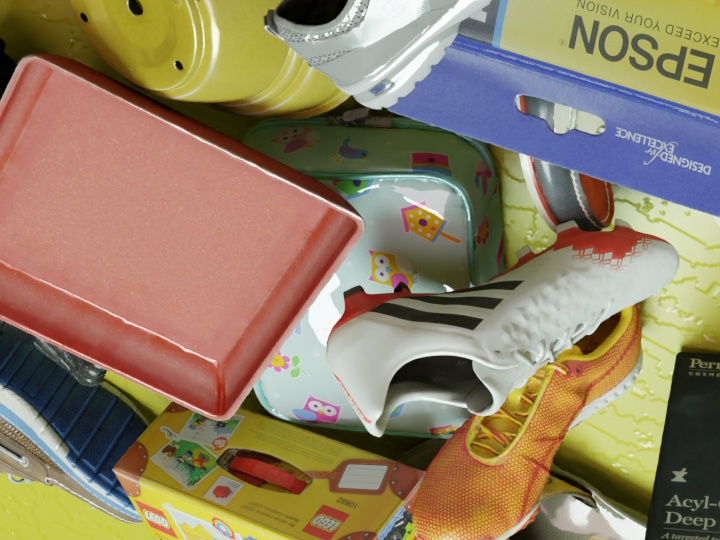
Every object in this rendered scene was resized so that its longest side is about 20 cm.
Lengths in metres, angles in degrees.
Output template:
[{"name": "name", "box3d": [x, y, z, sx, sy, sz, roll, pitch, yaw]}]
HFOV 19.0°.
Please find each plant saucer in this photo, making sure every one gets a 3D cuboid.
[{"name": "plant saucer", "box3d": [-0.121, -0.022, 1.182, 0.199, 0.037, 0.200, 26, 136, -10]}]

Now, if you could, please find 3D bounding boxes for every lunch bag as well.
[{"name": "lunch bag", "box3d": [0.000, 0.000, 1.244, 0.160, 0.077, 0.200, 4, 127, 15]}]

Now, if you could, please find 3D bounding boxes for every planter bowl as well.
[{"name": "planter bowl", "box3d": [-0.092, -0.151, 1.106, 0.200, 0.083, 0.201, 26, 135, 29]}]

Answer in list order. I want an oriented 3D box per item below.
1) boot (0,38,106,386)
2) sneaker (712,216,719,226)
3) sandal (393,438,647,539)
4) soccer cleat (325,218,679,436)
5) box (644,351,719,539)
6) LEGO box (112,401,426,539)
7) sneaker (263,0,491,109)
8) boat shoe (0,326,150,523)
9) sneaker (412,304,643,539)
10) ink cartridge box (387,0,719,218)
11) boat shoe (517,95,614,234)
[{"name": "boot", "box3d": [-0.188, -0.035, 1.268, 0.158, 0.080, 0.211, 28, 139, 3]}, {"name": "sneaker", "box3d": [0.222, -0.054, 1.149, 0.088, 0.075, 0.200, 3, 129, 29]}, {"name": "sandal", "box3d": [0.108, 0.158, 1.324, 0.200, 0.054, 0.080, 23, 99, 6]}, {"name": "soccer cleat", "box3d": [0.081, 0.033, 1.148, 0.199, 0.085, 0.069, -14, 143, -8]}, {"name": "box", "box3d": [0.241, 0.149, 1.206, 0.148, 0.200, 0.107, 3, 126, 13]}, {"name": "LEGO box", "box3d": [-0.033, 0.169, 1.305, 0.200, 0.077, 0.149, 15, 143, 40]}, {"name": "sneaker", "box3d": [0.031, -0.159, 1.005, 0.082, 0.075, 0.200, 21, 123, -30]}, {"name": "boat shoe", "box3d": [-0.208, 0.098, 1.388, 0.200, 0.072, 0.072, 41, 131, -3]}, {"name": "sneaker", "box3d": [0.088, 0.077, 1.208, 0.073, 0.200, 0.077, 18, 144, 32]}, {"name": "ink cartridge box", "box3d": [0.106, -0.145, 1.049, 0.197, 0.047, 0.200, 19, 107, 25]}, {"name": "boat shoe", "box3d": [0.114, -0.105, 1.139, 0.062, 0.071, 0.200, -3, 119, 20]}]
